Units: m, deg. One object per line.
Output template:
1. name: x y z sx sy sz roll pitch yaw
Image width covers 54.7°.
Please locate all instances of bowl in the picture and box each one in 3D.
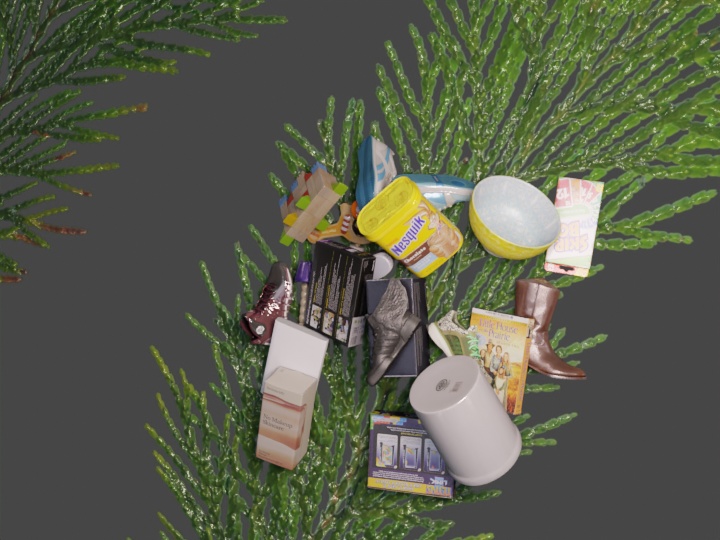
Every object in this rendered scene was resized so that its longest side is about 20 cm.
1. bowl: 0.310 -0.091 1.472 0.199 0.200 0.108 37 140 12

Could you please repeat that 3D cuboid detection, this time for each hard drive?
1. hard drive: -0.154 0.220 1.610 0.130 0.026 0.203 21 115 12

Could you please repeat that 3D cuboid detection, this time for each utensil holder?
1. utensil holder: 0.208 0.297 1.399 0.168 0.171 0.201 -27 114 13

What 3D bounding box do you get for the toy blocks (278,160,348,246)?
1. toy blocks: -0.120 -0.168 1.600 0.200 0.099 0.138 -47 37 25

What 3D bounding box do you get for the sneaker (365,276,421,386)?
1. sneaker: 0.046 0.122 1.393 0.104 0.060 0.201 36 93 11

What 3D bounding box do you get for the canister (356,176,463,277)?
1. canister: 0.110 -0.086 1.476 0.148 0.199 0.087 -39 41 17

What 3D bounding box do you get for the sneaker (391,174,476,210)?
1. sneaker: 0.162 -0.142 1.551 0.196 0.080 0.133 3 116 -3

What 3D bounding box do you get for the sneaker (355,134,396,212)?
1. sneaker: 0.040 -0.204 1.536 0.076 0.080 0.203 -32 45 46

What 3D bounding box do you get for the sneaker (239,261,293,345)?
1. sneaker: -0.222 0.078 1.615 0.075 0.114 0.204 3 90 48

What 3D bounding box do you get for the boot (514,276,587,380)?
1. boot: 0.406 0.121 1.481 0.183 0.064 0.204 12 89 16

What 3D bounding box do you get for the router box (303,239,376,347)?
1. router box: -0.048 0.048 1.541 0.148 0.051 0.204 21 108 38

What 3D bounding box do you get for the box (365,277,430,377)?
1. box: 0.084 0.119 1.504 0.102 0.182 0.204 -3 88 15

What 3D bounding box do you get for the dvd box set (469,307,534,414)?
1. dvd box set: 0.291 0.191 1.494 0.145 0.029 0.204 11 93 43

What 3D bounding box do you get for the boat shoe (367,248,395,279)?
1. boat shoe: 0.000 0.000 1.589 0.199 0.066 0.070 -30 101 36

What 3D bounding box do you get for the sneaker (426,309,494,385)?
1. sneaker: 0.227 0.160 1.493 0.089 0.077 0.200 -50 58 13

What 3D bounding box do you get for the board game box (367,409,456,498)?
1. board game box: 0.118 0.408 1.556 0.196 0.057 0.169 3 92 15

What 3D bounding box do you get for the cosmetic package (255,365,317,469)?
1. cosmetic package: -0.170 0.336 1.590 0.102 0.087 0.203 14 111 16

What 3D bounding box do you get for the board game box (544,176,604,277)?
1. board game box: 0.455 -0.093 1.488 0.094 0.030 0.204 9 94 16

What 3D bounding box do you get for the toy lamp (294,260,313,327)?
1. toy lamp: -0.131 0.080 1.628 0.057 0.058 0.204 3 90 15

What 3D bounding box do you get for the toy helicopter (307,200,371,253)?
1. toy helicopter: -0.035 -0.088 1.609 0.197 0.079 0.135 -10 95 26
